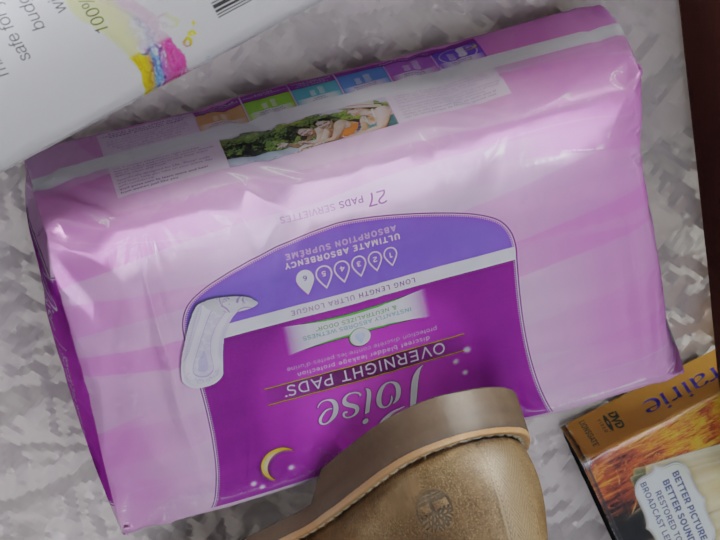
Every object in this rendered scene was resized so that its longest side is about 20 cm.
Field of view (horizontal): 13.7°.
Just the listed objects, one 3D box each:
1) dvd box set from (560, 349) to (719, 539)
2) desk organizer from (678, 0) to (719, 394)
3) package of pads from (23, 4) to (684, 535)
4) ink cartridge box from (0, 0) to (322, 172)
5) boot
[{"bbox_3d":[0.187,0.072,1.069,0.199,0.029,0.147,-26,119,-1],"label":"dvd box set"},{"bbox_3d":[0.151,-0.013,0.969,0.071,0.077,0.201,-10,108,-6],"label":"desk organizer"},{"bbox_3d":[0.000,0.000,0.957,0.199,0.076,0.121,-16,119,-7],"label":"package of pads"},{"bbox_3d":[-0.098,-0.122,0.867,0.199,0.085,0.145,-28,119,-2],"label":"ink cartridge box"},{"bbox_3d":[-0.003,0.115,0.970,0.073,0.076,0.200,-5,155,-34],"label":"boot"}]
